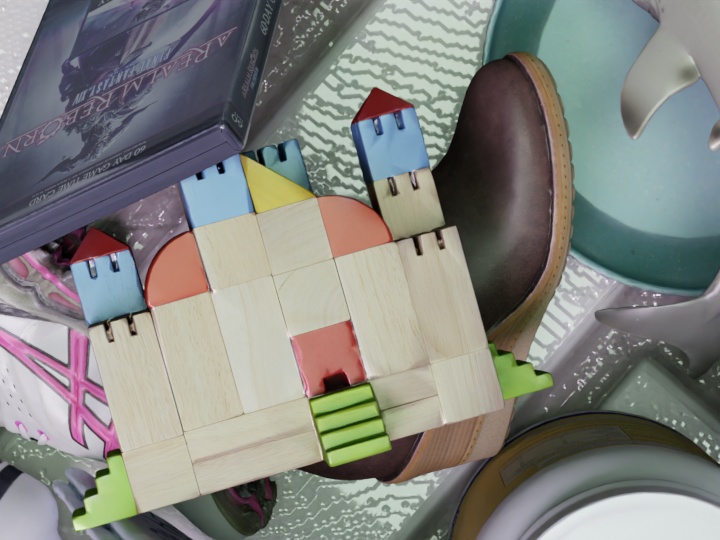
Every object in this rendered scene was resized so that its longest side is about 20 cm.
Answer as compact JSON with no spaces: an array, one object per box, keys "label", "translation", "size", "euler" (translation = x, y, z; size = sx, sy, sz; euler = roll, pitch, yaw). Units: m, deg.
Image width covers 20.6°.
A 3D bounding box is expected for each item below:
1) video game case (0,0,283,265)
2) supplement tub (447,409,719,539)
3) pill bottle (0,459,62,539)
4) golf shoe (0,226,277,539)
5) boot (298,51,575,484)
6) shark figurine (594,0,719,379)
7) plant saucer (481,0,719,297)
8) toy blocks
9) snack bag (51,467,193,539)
[{"label":"video game case","translation":[-0.092,-0.092,0.836],"size":[0.143,0.200,0.019],"euler":[-23,124,27]},{"label":"supplement tub","translation":[0.111,0.140,0.851],"size":[0.145,0.200,0.145],"euler":[0,92,1]},{"label":"pill bottle","translation":[-0.207,0.125,0.900],"size":[0.200,0.111,0.111],"euler":[29,92,0]},{"label":"golf shoe","translation":[-0.122,0.053,0.921],"size":[0.092,0.073,0.200],"euler":[-41,91,20]},{"label":"boot","translation":[0.000,0.000,0.857],"size":[0.166,0.072,0.200],"euler":[2,107,-24]},{"label":"shark figurine","translation":[0.170,-0.064,0.873],"size":[0.128,0.089,0.215],"euler":[-10,83,34]},{"label":"plant saucer","translation":[0.155,-0.088,0.924],"size":[0.200,0.036,0.200],"euler":[0,92,0]},{"label":"toy blocks","translation":[-0.035,0.009,0.795],"size":[0.200,0.100,0.137],"euler":[-16,93,-6]},{"label":"snack bag","translation":[-0.034,0.153,0.848],"size":[0.200,0.189,0.021],"euler":[34,83,-18]}]
